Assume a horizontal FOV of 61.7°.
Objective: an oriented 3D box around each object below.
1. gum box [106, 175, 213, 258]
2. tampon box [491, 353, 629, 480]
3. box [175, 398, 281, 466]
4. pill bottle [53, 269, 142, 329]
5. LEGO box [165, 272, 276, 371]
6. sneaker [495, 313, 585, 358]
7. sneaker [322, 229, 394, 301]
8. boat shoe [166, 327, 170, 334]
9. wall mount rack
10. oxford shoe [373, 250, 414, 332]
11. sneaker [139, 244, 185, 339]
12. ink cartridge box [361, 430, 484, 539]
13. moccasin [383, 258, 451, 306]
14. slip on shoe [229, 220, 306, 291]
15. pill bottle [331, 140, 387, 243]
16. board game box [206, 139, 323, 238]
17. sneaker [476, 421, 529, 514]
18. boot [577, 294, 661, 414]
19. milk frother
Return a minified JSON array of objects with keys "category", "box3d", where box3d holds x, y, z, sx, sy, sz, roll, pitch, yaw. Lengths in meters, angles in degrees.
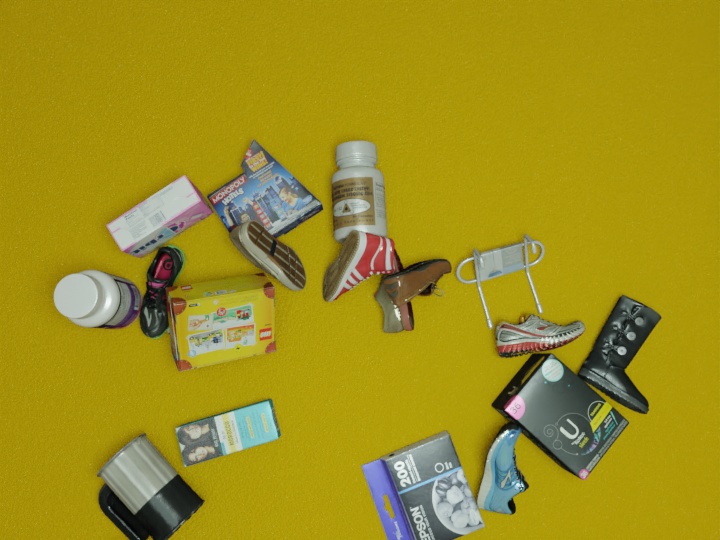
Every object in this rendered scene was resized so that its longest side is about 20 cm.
[{"category":"gum box","box3d":[-0.420,-0.105,1.263,0.199,0.114,0.066,-34,84,-5]},{"category":"tampon box","box3d":[0.396,0.287,1.215,0.200,0.126,0.150,41,83,5]},{"category":"box","box3d":[-0.271,0.333,1.243,0.198,0.049,0.083,-16,83,-3]},{"category":"pill bottle","box3d":[-0.521,0.059,1.199,0.110,0.200,0.113,0,82,0]},{"category":"LEGO box","box3d":[-0.272,0.099,1.192,0.198,0.077,0.150,-9,117,-25]},{"category":"sneaker","box3d":[0.376,0.124,1.256,0.198,0.078,0.083,-7,71,-13]},{"category":"sneaker","box3d":[0.000,0.000,1.248,0.112,0.200,0.072,6,49,-28]},{"category":"boat shoe","box3d":[-0.307,0.101,1.262,0.199,0.071,0.063,-30,90,-2]},{"category":"wall mount rack","box3d":[0.311,0.020,1.279,0.198,0.075,0.175,-16,121,-2]},{"category":"oxford shoe","box3d":[0.059,0.034,1.275,0.074,0.070,0.202,-14,75,15]},{"category":"sneaker","box3d":[-0.426,0.041,1.259,0.076,0.084,0.202,7,82,6]},{"category":"ink cartridge box","box3d":[0.126,0.461,1.234,0.198,0.043,0.200,-21,84,-2]},{"category":"moccasin","box3d":[0.126,0.024,1.230,0.073,0.201,0.078,-13,96,35]},{"category":"slip on shoe","box3d":[-0.190,-0.025,1.248,0.060,0.200,0.077,-15,49,33]},{"category":"pill bottle","box3d":[-0.004,-0.163,1.274,0.113,0.114,0.202,-3,83,-1]},{"category":"board game box","box3d":[-0.216,-0.166,1.300,0.199,0.062,0.201,-32,83,-4]},{"category":"sneaker","box3d":[0.296,0.394,1.196,0.089,0.078,0.202,16,111,24]},{"category":"boot","box3d":[0.573,0.175,1.267,0.164,0.066,0.201,33,79,2]},{"category":"milk frother","box3d":[-0.437,0.452,1.153,0.181,0.200,0.188,-45,85,-1]}]
